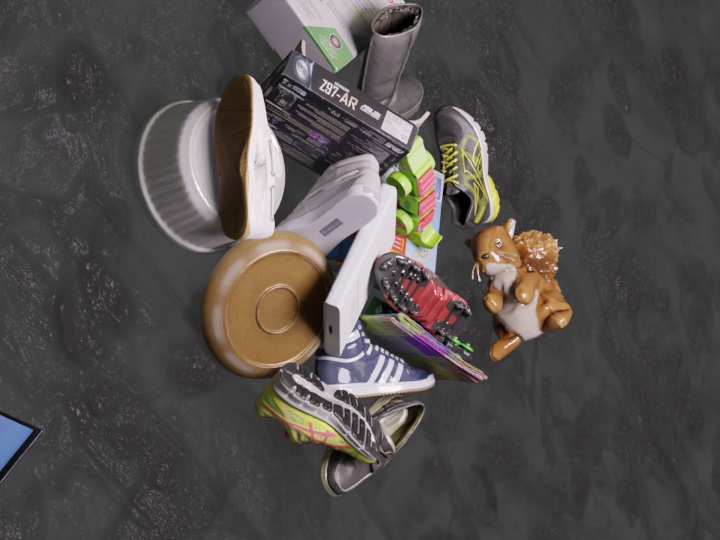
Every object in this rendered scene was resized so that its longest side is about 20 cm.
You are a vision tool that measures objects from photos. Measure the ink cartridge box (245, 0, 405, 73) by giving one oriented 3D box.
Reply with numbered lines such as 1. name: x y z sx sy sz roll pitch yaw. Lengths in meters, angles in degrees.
1. ink cartridge box: -0.045 -0.369 1.817 0.145 0.084 0.200 53 48 -10

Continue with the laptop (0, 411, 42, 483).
1. laptop: -0.459 0.159 1.278 0.201 0.103 0.178 54 48 -23

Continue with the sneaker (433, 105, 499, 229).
1. sneaker: 0.158 -0.159 1.999 0.084 0.074 0.202 -33 105 -44

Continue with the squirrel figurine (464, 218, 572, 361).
1. squirrel figurine: 0.245 0.008 2.035 0.188 0.141 0.200 58 32 -6

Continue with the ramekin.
1. ramekin: -0.184 -0.127 1.629 0.201 0.094 0.204 12 73 -44

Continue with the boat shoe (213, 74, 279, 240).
1. boat shoe: -0.134 -0.137 1.569 0.069 0.070 0.202 2 88 -46

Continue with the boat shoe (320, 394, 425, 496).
1. boat shoe: 0.020 0.238 1.778 0.201 0.066 0.072 -42 112 -42

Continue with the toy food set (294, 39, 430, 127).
1. toy food set: -0.018 -0.224 1.736 0.199 0.143 0.061 27 61 -11

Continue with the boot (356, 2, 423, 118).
1. boot: 0.051 -0.302 1.841 0.182 0.072 0.201 -45 156 -43

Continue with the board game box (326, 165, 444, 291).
1. board game box: 0.031 -0.078 1.865 0.199 0.056 0.198 24 65 -40

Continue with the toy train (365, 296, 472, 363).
1. toy train: 0.088 0.092 1.884 0.199 0.056 0.042 30 88 -36

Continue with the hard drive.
1. hard drive: 0.000 0.000 1.706 0.132 0.026 0.201 91 22 -57

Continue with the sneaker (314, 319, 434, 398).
1. sneaker: 0.019 0.122 1.789 0.199 0.070 0.110 -2 83 -35

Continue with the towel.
1. towel: 0.073 0.107 1.806 0.199 0.143 0.023 36 70 -32

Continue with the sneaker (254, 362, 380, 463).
1. sneaker: -0.057 0.200 1.695 0.200 0.090 0.078 39 28 -24

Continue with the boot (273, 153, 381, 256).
1. boot: -0.051 -0.079 1.703 0.074 0.199 0.096 45 32 -31

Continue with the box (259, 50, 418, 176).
1. box: -0.045 -0.191 1.699 0.199 0.160 0.044 29 60 -15

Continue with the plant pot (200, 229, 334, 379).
1. plant pot: -0.112 0.048 1.653 0.199 0.027 0.202 -11 110 -31

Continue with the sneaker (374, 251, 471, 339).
1. sneaker: 0.071 0.024 1.780 0.071 0.098 0.200 -51 135 3

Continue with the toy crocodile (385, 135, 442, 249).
1. toy crocodile: 0.080 -0.106 1.789 0.067 0.061 0.201 -43 148 -29
